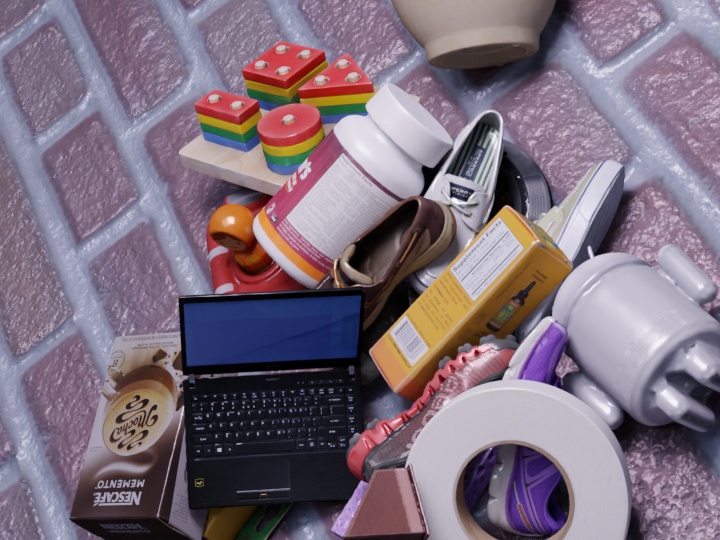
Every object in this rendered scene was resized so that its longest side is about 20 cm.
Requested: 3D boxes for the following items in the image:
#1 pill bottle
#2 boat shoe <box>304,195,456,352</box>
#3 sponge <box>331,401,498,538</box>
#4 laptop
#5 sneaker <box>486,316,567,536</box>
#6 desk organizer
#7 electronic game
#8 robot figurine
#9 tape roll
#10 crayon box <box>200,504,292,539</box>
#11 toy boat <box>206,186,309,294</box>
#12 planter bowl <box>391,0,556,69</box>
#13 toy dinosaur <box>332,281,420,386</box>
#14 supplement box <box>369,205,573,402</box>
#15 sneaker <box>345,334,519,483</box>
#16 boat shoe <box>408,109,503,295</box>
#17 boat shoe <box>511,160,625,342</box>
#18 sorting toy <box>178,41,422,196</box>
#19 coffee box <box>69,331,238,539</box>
[{"bbox_3d":[-0.007,-0.083,1.606,0.200,0.109,0.110,-48,48,14],"label":"pill bottle"},{"bbox_3d":[0.000,0.000,1.533,0.200,0.072,0.072,-39,61,18],"label":"boat shoe"},{"bbox_3d":[0.068,0.189,1.534,0.111,0.030,0.201,23,76,39],"label":"sponge"},{"bbox_3d":[-0.080,0.123,1.524,0.176,0.103,0.201,-2,86,-5],"label":"laptop"},{"bbox_3d":[0.169,0.141,1.447,0.083,0.081,0.201,9,102,22],"label":"sneaker"},{"bbox_3d":[-0.010,0.257,1.429,0.077,0.200,0.072,0,50,-20],"label":"desk organizer"},{"bbox_3d":[0.102,-0.046,1.649,0.199,0.042,0.201,-11,64,24],"label":"electronic game"},{"bbox_3d":[0.250,0.059,1.446,0.170,0.113,0.200,-52,48,8],"label":"robot figurine"},{"bbox_3d":[0.137,0.197,1.406,0.201,0.037,0.204,2,98,15],"label":"tape roll"},{"bbox_3d":[-0.150,0.196,1.650,0.200,0.051,0.127,30,80,40],"label":"crayon box"},{"bbox_3d":[-0.115,-0.023,1.710,0.130,0.131,0.201,-26,51,16],"label":"toy boat"},{"bbox_3d":[0.123,-0.290,1.708,0.199,0.200,0.136,-8,85,27],"label":"planter bowl"},{"bbox_3d":[0.005,0.064,1.602,0.200,0.077,0.102,-49,56,12],"label":"toy dinosaur"},{"bbox_3d":[0.104,0.037,1.521,0.200,0.066,0.069,-45,46,14],"label":"supplement box"},{"bbox_3d":[0.082,0.146,1.485,0.200,0.071,0.098,-41,48,6],"label":"sneaker"},{"bbox_3d":[0.093,-0.070,1.573,0.073,0.067,0.201,15,64,1],"label":"boat shoe"},{"bbox_3d":[0.189,-0.025,1.559,0.062,0.072,0.201,27,80,23],"label":"boat shoe"},{"bbox_3d":[-0.071,-0.173,1.763,0.198,0.070,0.200,19,46,38],"label":"sorting toy"},{"bbox_3d":[-0.204,0.169,1.612,0.112,0.080,0.201,-6,59,28],"label":"coffee box"}]
